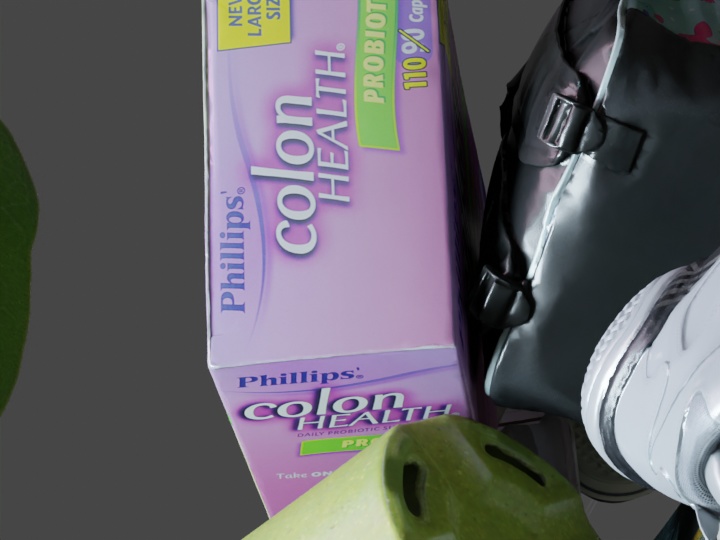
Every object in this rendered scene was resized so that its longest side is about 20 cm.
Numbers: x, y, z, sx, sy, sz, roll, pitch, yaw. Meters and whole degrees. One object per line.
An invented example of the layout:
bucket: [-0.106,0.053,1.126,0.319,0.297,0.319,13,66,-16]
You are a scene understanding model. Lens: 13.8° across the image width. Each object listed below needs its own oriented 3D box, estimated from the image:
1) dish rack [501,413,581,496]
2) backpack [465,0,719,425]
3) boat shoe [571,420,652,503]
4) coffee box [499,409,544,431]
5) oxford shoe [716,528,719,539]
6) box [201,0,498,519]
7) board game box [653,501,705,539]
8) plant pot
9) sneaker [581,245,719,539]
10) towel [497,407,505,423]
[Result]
dish rack: [0.068,0.176,1.359,0.172,0.043,0.201,112,155,-62]
backpack: [0.119,-0.033,1.191,0.200,0.150,0.178,-100,28,-71]
boat shoe: [0.126,0.064,1.438,0.200,0.074,0.063,-78,-4,-64]
coffee box: [0.068,0.091,1.565,0.114,0.079,0.201,-76,-22,-82]
oxford shoe: [0.138,0.062,1.013,0.075,0.057,0.201,115,173,-55]
box: [0.000,0.000,1.212,0.200,0.096,0.177,73,-166,-61]
board game box: [0.124,0.140,1.129,0.200,0.028,0.136,109,-179,-66]
plant pot: [0.005,0.160,1.131,0.184,0.200,0.201,-46,13,29]
sneaker: [0.153,0.001,0.920,0.200,0.075,0.115,-53,22,9]
towel: [0.053,0.063,1.393,0.133,0.034,0.200,-53,-4,-13]
